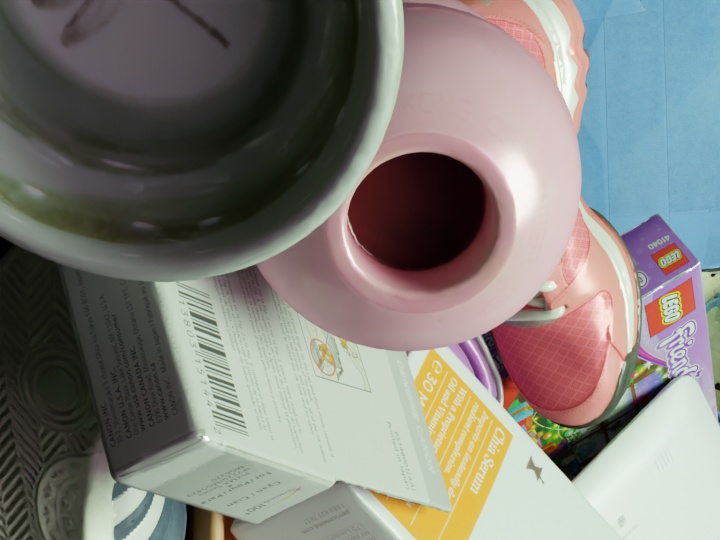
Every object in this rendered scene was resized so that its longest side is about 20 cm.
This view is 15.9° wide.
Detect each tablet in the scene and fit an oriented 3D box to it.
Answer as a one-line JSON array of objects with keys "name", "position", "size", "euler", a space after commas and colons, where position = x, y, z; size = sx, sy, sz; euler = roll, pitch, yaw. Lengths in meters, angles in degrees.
[{"name": "tablet", "position": [0.118, 0.156, 1.191], "size": [0.200, 0.014, 0.130], "euler": [-41, 116, -31]}]

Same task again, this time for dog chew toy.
[{"name": "dog chew toy", "position": [0.013, -0.050, 0.965], "size": [0.200, 0.124, 0.125], "euler": [-104, -167, -69]}]

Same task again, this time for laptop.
[{"name": "laptop", "position": [0.075, -0.055, 1.170], "size": [0.200, 0.116, 0.188], "euler": [-37, 130, -49]}]

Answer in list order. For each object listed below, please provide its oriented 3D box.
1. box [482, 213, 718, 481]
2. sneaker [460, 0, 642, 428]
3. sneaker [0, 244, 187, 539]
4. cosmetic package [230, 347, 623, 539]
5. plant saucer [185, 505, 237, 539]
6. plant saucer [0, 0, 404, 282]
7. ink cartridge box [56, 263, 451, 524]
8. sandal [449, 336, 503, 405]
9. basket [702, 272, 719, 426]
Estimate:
[{"name": "box", "position": [0.104, 0.074, 1.242], "size": [0.137, 0.039, 0.200], "euler": [-30, 145, -9]}, {"name": "sneaker", "position": [0.059, -0.023, 1.095], "size": [0.087, 0.074, 0.201], "euler": [-26, 106, -52]}, {"name": "sneaker", "position": [-0.105, 0.070, 1.014], "size": [0.084, 0.075, 0.200], "euler": [-33, 133, -55]}, {"name": "cosmetic package", "position": [0.050, 0.131, 1.072], "size": [0.200, 0.071, 0.102], "euler": [47, 42, -19]}, {"name": "plant saucer", "position": [-0.013, 0.132, 1.110], "size": [0.200, 0.037, 0.201], "euler": [26, 57, -49]}, {"name": "plant saucer", "position": [-0.075, -0.095, 0.828], "size": [0.050, 0.200, 0.201], "euler": [-54, 143, -56]}, {"name": "ink cartridge box", "position": [-0.051, -0.002, 0.980], "size": [0.176, 0.045, 0.200], "euler": [25, 43, -56]}, {"name": "sandal", "position": [0.004, -0.005, 1.090], "size": [0.082, 0.050, 0.203], "euler": [-49, 114, -23]}, {"name": "basket", "position": [0.216, 0.026, 1.348], "size": [0.139, 0.176, 0.200], "euler": [-48, 148, -28]}]
